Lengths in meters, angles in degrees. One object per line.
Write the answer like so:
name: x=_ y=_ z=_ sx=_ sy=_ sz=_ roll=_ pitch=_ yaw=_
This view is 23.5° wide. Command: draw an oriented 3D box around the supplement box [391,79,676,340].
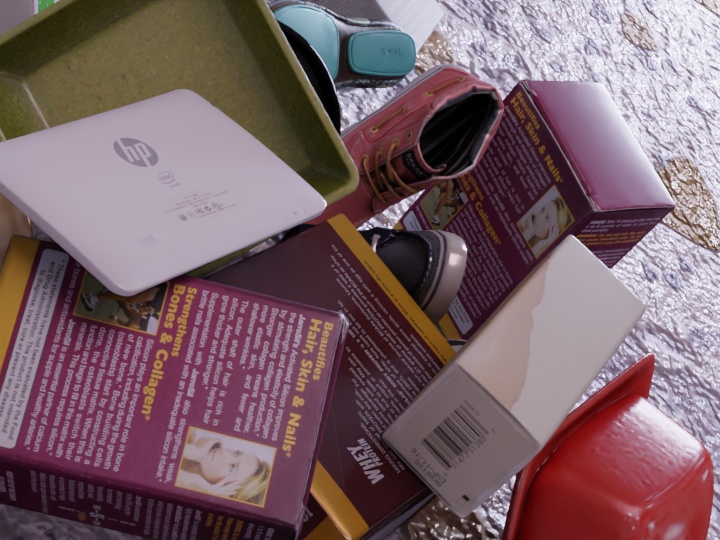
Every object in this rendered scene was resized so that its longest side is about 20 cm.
supplement box: x=0.136 y=-0.043 z=1.406 sx=0.103 sy=0.200 sz=0.132 roll=-3 pitch=58 yaw=-41

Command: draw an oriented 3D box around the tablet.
tablet: x=-0.119 y=-0.052 z=1.011 sx=0.130 sy=0.014 sz=0.200 roll=39 pitch=32 yaw=17

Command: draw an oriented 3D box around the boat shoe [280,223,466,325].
boat shoe: x=0.000 y=0.000 z=1.281 sx=0.092 sy=0.200 sz=0.075 roll=17 pitch=77 yaw=-19

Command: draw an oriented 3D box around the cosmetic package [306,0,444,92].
cosmetic package: x=-0.023 y=-0.272 z=1.532 sx=0.201 sy=0.090 sz=0.107 roll=55 pitch=33 yaw=-15

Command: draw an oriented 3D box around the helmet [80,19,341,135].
helmet: x=-0.115 y=-0.102 z=1.256 sx=0.200 sy=0.200 sz=0.191 roll=40 pitch=7 yaw=-3

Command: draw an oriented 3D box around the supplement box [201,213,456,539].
supplement box: x=-0.044 y=0.100 z=1.178 sx=0.198 sy=0.133 sz=0.200 roll=51 pitch=39 yaw=10

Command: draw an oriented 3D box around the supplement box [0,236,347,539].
supplement box: x=-0.121 y=0.077 z=0.994 sx=0.198 sy=0.103 sz=0.132 roll=15 pitch=66 yaw=-3

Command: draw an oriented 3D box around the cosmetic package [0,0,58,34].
cosmetic package: x=-0.257 y=-0.239 z=1.278 sx=0.084 sy=0.108 sz=0.200 roll=5 pitch=29 yaw=3

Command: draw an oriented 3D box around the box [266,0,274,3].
box: x=-0.117 y=-0.276 z=1.539 sx=0.120 sy=0.032 sz=0.201 roll=25 pitch=43 yaw=-22

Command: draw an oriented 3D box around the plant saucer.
plant saucer: x=-0.129 y=-0.097 z=1.136 sx=0.201 sy=0.199 sz=0.048 roll=61 pitch=6 yaw=-4

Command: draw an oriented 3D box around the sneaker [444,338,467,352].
sneaker: x=0.085 y=0.080 z=1.322 sx=0.079 sy=0.074 sz=0.200 roll=16 pitch=-2 yaw=22

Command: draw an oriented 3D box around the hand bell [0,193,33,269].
hand bell: x=-0.318 y=-0.002 z=1.099 sx=0.198 sy=0.104 sz=0.105 roll=-9 pitch=59 yaw=-29

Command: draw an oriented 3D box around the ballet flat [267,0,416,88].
ballet flat: x=-0.036 y=-0.179 z=1.409 sx=0.199 sy=0.074 sz=0.075 roll=5 pitch=51 yaw=-52

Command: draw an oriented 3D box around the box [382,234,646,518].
box: x=0.107 y=0.067 z=1.157 sx=0.078 sy=0.095 sz=0.200 roll=44 pitch=37 yaw=3

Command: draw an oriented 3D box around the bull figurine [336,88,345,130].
bull figurine: x=-0.061 y=-0.117 z=1.417 sx=0.199 sy=0.065 sz=0.122 roll=27 pitch=34 yaw=-27

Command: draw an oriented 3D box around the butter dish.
butter dish: x=0.191 y=0.192 z=1.219 sx=0.147 sy=0.201 sz=0.200 roll=26 pitch=31 yaw=26

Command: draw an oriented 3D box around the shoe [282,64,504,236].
shoe: x=0.023 y=-0.084 z=1.349 sx=0.072 sy=0.200 sz=0.091 roll=51 pitch=-4 yaw=-20
